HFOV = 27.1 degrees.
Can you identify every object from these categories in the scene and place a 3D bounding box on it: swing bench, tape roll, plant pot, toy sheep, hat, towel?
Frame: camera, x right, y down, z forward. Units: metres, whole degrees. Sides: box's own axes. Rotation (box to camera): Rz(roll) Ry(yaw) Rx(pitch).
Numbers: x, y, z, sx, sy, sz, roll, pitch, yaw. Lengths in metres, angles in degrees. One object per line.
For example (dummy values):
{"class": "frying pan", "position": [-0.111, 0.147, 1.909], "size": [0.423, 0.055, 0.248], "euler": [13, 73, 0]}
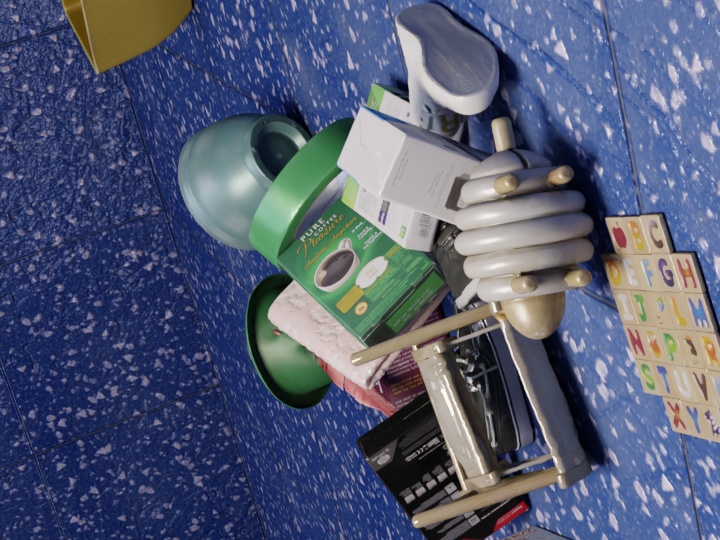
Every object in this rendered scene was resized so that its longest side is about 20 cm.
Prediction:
{"class": "swing bench", "position": [0.129, 0.141, 1.561], "size": [0.200, 0.130, 0.199], "euler": [-22, 86, 32]}
{"class": "tape roll", "position": [-0.052, -0.092, 1.812], "size": [0.048, 0.200, 0.200], "euler": [39, 157, 13]}
{"class": "plant pot", "position": [-0.143, -0.145, 2.150], "size": [0.134, 0.200, 0.201], "euler": [-30, 80, 48]}
{"class": "plant pot", "position": [-0.401, -0.490, 2.548], "size": [0.196, 0.200, 0.194], "euler": [88, 157, -49]}
{"class": "toy sheep", "position": [0.145, -0.038, 1.326], "size": [0.138, 0.138, 0.200], "euler": [168, 97, -75]}
{"class": "hat", "position": [-0.017, 0.083, 1.827], "size": [0.176, 0.166, 0.200], "euler": [-14, 112, 37]}
{"class": "towel", "position": [0.004, 0.023, 1.747], "size": [0.200, 0.191, 0.032], "euler": [32, 171, 47]}

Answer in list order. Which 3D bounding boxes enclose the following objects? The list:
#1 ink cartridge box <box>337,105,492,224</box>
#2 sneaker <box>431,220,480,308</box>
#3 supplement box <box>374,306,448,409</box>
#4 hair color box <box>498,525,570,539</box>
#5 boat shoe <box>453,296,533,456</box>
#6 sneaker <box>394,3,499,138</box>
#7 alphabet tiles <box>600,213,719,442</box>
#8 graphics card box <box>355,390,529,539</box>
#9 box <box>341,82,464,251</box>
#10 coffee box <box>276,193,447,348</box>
{"class": "ink cartridge box", "position": [0.092, -0.086, 1.437], "size": [0.067, 0.200, 0.116], "euler": [-67, 28, 10]}
{"class": "sneaker", "position": [0.115, -0.024, 1.552], "size": [0.099, 0.071, 0.200], "euler": [63, 169, 6]}
{"class": "supplement box", "position": [0.039, 0.066, 1.890], "size": [0.131, 0.103, 0.200], "euler": [29, 137, 67]}
{"class": "hair color box", "position": [0.224, 0.359, 1.695], "size": [0.200, 0.061, 0.099], "euler": [177, 74, -74]}
{"class": "boat shoe", "position": [0.132, 0.114, 1.683], "size": [0.074, 0.068, 0.200], "euler": [-157, 49, -70]}
{"class": "sneaker", "position": [0.092, -0.173, 1.455], "size": [0.200, 0.074, 0.116], "euler": [-114, 10, -56]}
{"class": "alphabet tiles", "position": [0.259, 0.048, 1.258], "size": [0.166, 0.006, 0.200], "euler": [-175, 66, -75]}
{"class": "graphics card box", "position": [0.097, 0.240, 1.750], "size": [0.200, 0.125, 0.051], "euler": [54, -179, -31]}
{"class": "box", "position": [0.043, -0.117, 1.637], "size": [0.200, 0.036, 0.145], "euler": [40, 118, 62]}
{"class": "coffee box", "position": [0.000, 0.000, 1.711], "size": [0.200, 0.123, 0.044], "euler": [39, 173, 47]}
